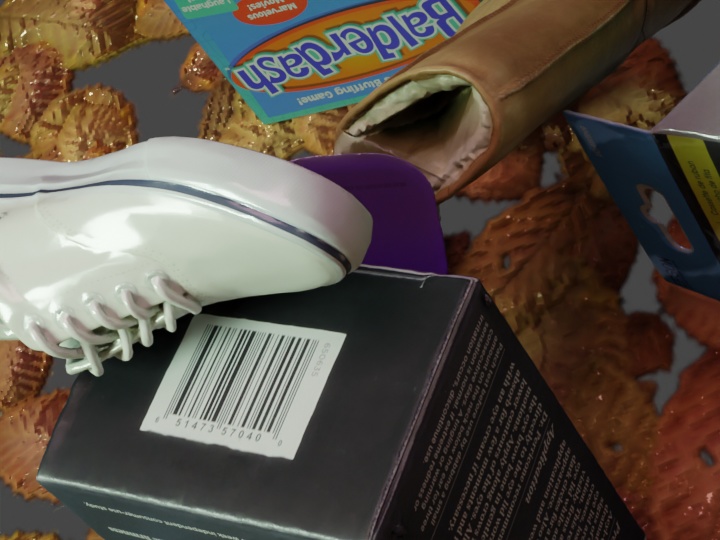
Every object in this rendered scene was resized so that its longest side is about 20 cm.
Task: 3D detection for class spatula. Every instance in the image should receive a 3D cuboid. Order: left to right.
[{"bbox_3d":[0.019,0.022,0.715,0.056,0.200,0.021,-4,55,14],"label":"spatula"}]

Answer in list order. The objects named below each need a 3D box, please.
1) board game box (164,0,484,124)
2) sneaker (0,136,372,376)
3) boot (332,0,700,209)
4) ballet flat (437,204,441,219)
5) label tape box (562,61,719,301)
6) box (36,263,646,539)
[{"bbox_3d":[-0.024,-0.157,0.860,0.151,0.200,0.045,-12,55,23],"label":"board game box"},{"bbox_3d":[-0.083,0.002,0.614,0.199,0.073,0.071,-2,63,39],"label":"sneaker"},{"bbox_3d":[0.047,-0.076,0.758,0.200,0.066,0.175,-39,1,-44],"label":"boot"},{"bbox_3d":[0.000,0.000,0.803,0.072,0.073,0.200,-13,12,22],"label":"ballet flat"},{"bbox_3d":[0.196,-0.031,0.686,0.199,0.143,0.066,15,68,35],"label":"label tape box"},{"bbox_3d":[0.002,0.091,0.677,0.147,0.200,0.105,7,60,32],"label":"box"}]
